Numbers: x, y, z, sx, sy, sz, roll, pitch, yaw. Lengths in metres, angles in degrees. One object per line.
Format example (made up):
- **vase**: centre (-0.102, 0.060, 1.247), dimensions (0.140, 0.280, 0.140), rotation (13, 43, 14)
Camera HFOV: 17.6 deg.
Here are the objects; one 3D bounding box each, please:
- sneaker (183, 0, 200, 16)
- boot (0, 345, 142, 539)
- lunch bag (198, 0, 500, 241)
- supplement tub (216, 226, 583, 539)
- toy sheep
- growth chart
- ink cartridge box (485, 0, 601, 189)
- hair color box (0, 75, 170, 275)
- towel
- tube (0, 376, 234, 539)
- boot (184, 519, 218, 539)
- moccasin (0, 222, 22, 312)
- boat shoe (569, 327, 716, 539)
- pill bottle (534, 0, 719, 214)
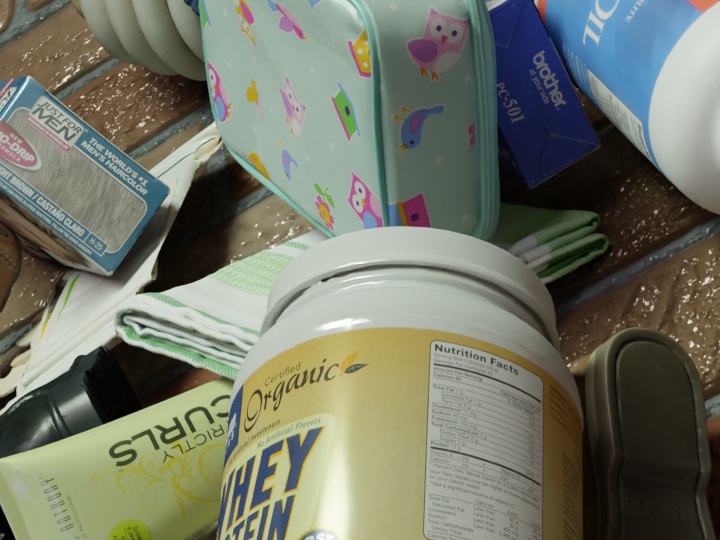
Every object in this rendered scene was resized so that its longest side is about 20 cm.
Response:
- **sneaker**: centre (-0.020, -0.128, 1.246), dimensions (0.088, 0.200, 0.075), rotation (-25, -11, -49)
- **boot**: centre (-0.184, 0.108, 1.140), dimensions (0.162, 0.074, 0.198), rotation (-29, -1, 2)
- **lunch bag**: centre (-0.008, -0.095, 1.099), dimensions (0.077, 0.161, 0.200), rotation (-20, 32, -20)
- **supplement tub**: centre (0.015, 0.098, 0.902), dimensions (0.144, 0.144, 0.201), rotation (-21, 46, 28)
- **toy sheep**: centre (-0.090, -0.176, 1.363), dimensions (0.199, 0.138, 0.138), rotation (-6, 52, 33)
- **growth chart**: centre (-0.138, -0.001, 1.286), dimensions (0.144, 0.018, 0.200), rotation (-32, 25, 38)
- **ink cartridge box**: centre (0.050, -0.122, 1.176), dimensions (0.044, 0.094, 0.200), rotation (-31, 29, -4)
- **hair color box**: centre (-0.184, -0.053, 1.302), dimensions (0.061, 0.100, 0.200), rotation (-55, 17, -9)
- **towel**: centre (0.000, 0.000, 1.106), dimensions (0.199, 0.031, 0.149), rotation (-26, 27, -34)
- **tube**: centre (-0.069, 0.084, 1.058), dimensions (0.199, 0.052, 0.058), rotation (-25, 55, -26)
- **boot**: centre (-0.038, 0.170, 1.029), dimensions (0.155, 0.073, 0.201), rotation (-19, 38, 28)
- **moccasin**: centre (-0.254, 0.062, 1.298), dimensions (0.074, 0.077, 0.202), rotation (41, 113, 49)
- **boat shoe**: centre (0.107, 0.126, 0.954), dimensions (0.068, 0.072, 0.201), rotation (-41, 34, 52)
- **pill bottle**: centre (0.167, -0.093, 1.054), dimensions (0.112, 0.112, 0.200), rotation (-42, 37, 3)
